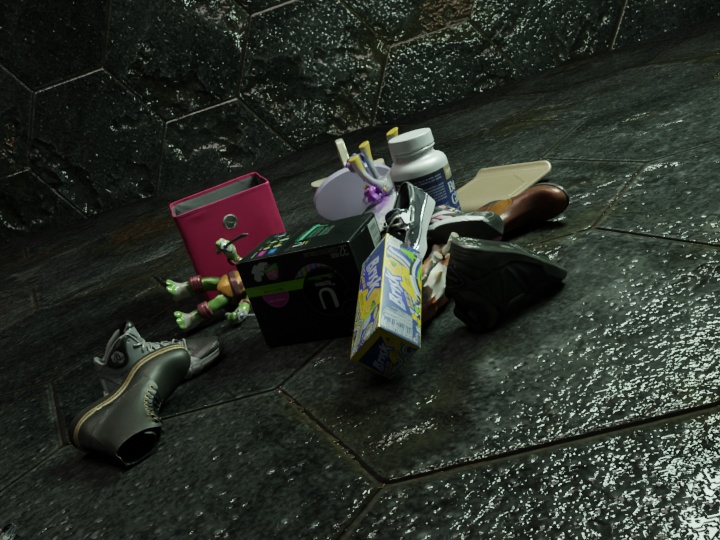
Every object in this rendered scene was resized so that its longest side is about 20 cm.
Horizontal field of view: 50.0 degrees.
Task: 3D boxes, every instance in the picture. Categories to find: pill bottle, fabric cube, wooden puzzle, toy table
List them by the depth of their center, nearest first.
[{"bbox_3d":[0.119,-0.156,1.436,0.110,0.201,0.111,-17,17,6],"label":"pill bottle"},{"bbox_3d":[-0.255,-0.064,1.557,0.195,0.201,0.200,-21,17,-10],"label":"fabric cube"},{"bbox_3d":[0.274,-0.162,1.583,0.184,0.037,0.200,-2,28,43],"label":"wooden puzzle"},{"bbox_3d":[-0.021,-0.203,1.804,0.198,0.185,0.117,-10,31,-11],"label":"toy table"}]

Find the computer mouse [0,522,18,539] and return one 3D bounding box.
[{"bbox_3d":[-0.402,0.328,0.812,0.058,0.034,0.200,-35,11,5],"label":"computer mouse"}]

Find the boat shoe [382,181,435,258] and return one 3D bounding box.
[{"bbox_3d":[0.065,-0.064,1.193,0.072,0.068,0.201,-32,27,41],"label":"boat shoe"}]

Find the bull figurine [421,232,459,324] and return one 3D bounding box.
[{"bbox_3d":[0.113,0.008,1.138,0.122,0.065,0.200,-55,0,39],"label":"bull figurine"}]

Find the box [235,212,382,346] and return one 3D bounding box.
[{"bbox_3d":[-0.063,0.014,1.196,0.198,0.150,0.124,-11,20,25],"label":"box"}]

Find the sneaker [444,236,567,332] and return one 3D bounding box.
[{"bbox_3d":[0.191,0.021,1.043,0.198,0.115,0.076,3,19,-36],"label":"sneaker"}]

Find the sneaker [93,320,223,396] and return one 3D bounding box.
[{"bbox_3d":[-0.317,0.120,1.197,0.199,0.116,0.075,-26,18,-20],"label":"sneaker"}]

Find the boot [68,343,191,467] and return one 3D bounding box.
[{"bbox_3d":[-0.281,0.187,1.053,0.138,0.078,0.200,6,43,45],"label":"boot"}]

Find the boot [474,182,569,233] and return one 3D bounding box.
[{"bbox_3d":[0.234,-0.076,1.297,0.187,0.069,0.200,-3,24,41],"label":"boot"}]

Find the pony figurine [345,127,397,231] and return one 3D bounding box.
[{"bbox_3d":[0.056,-0.180,1.659,0.192,0.201,0.167,-34,23,4],"label":"pony figurine"}]

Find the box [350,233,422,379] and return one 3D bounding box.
[{"bbox_3d":[0.037,0.042,1.020,0.070,0.064,0.201,-51,18,33],"label":"box"}]

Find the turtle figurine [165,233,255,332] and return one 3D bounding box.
[{"bbox_3d":[-0.252,0.024,1.381,0.193,0.145,0.200,-22,13,1],"label":"turtle figurine"}]

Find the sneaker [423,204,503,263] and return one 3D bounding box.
[{"bbox_3d":[0.143,-0.074,1.248,0.199,0.080,0.087,-7,45,41],"label":"sneaker"}]
